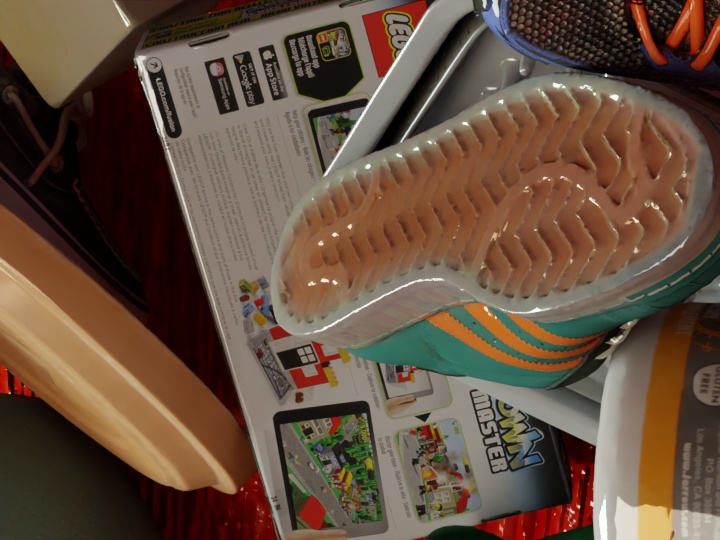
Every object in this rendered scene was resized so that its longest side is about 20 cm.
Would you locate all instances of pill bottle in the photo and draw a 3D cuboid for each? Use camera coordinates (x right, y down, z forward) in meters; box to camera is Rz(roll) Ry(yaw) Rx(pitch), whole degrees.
[{"bbox_3d":[0.176,0.069,0.818,0.199,0.116,0.117,1,117,16],"label":"pill bottle"}]

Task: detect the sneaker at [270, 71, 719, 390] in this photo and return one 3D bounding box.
[{"bbox_3d":[0.057,-0.007,0.798,0.200,0.080,0.072,-10,66,56],"label":"sneaker"}]

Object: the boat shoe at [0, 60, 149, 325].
[{"bbox_3d":[-0.137,-0.054,1.068,0.199,0.068,0.074,49,170,-24],"label":"boat shoe"}]

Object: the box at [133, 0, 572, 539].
[{"bbox_3d":[0.000,0.000,0.974,0.109,0.035,0.201,-13,108,7],"label":"box"}]

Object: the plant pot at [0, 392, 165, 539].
[{"bbox_3d":[-0.163,0.127,1.136,0.200,0.199,0.136,-21,66,45],"label":"plant pot"}]

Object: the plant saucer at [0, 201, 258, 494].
[{"bbox_3d":[-0.122,0.020,1.033,0.200,0.032,0.200,39,170,8],"label":"plant saucer"}]

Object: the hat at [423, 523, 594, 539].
[{"bbox_3d":[0.148,0.092,0.922,0.200,0.166,0.176,34,106,-16],"label":"hat"}]

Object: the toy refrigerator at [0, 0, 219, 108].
[{"bbox_3d":[-0.134,-0.164,1.003,0.200,0.076,0.070,53,136,1],"label":"toy refrigerator"}]

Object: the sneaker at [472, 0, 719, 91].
[{"bbox_3d":[0.128,-0.076,0.754,0.079,0.199,0.076,-108,22,-56],"label":"sneaker"}]

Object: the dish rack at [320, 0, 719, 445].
[{"bbox_3d":[0.090,-0.015,0.876,0.199,0.044,0.172,25,137,-9],"label":"dish rack"}]
